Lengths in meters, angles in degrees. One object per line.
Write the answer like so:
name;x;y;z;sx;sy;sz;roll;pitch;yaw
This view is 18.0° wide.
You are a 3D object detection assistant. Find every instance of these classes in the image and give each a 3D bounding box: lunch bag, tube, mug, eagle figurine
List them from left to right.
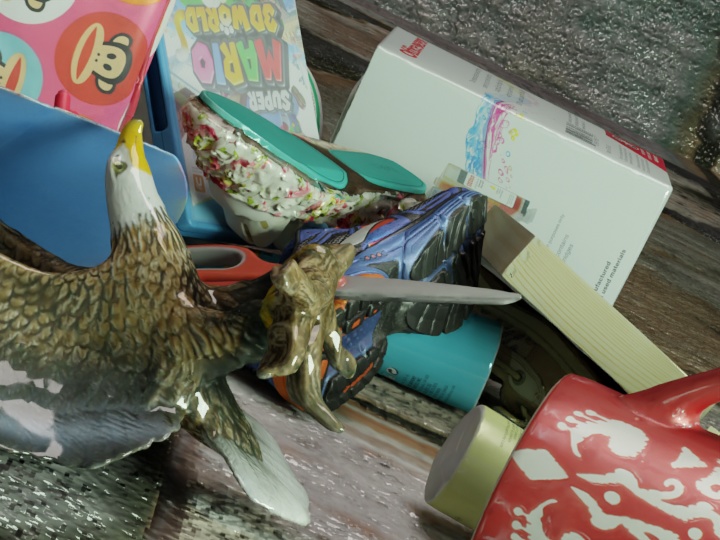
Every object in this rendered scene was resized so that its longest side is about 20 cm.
lunch bag;-0.184;-0.116;1.033;0.175;0.201;0.082;18;12;-23
eagle figurine;-0.104;0.016;0.889;0.198;0.152;0.152;-6;-37;10
tube;-0.025;0.017;1.203;0.199;0.051;0.077;21;-2;-3
tube;0.123;0.132;1.012;0.199;0.052;0.058;31;42;-8
mug;0.156;0.113;0.882;0.199;0.178;0.134;25;-19;15

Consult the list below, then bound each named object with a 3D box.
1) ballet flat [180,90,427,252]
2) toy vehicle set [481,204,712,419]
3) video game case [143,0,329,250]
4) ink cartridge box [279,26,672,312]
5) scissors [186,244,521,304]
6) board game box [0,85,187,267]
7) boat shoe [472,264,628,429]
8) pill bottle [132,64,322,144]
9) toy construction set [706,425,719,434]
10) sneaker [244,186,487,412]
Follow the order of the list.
ballet flat;-0.032;-0.038;1.177;0.076;0.064;0.199;42;14;34
toy vehicle set;0.118;0.023;1.213;0.124;0.027;0.200;42;3;-6
video game case;-0.072;-0.112;1.228;0.018;0.202;0.143;-16;-13;29
ink cartridge box;0.072;-0.042;1.409;0.199;0.145;0.145;27;12;1
scissors;-0.022;0.003;1.065;0.198;0.014;0.073;-6;27;11
board game box;-0.169;-0.057;0.956;0.199;0.039;0.158;20;-30;-34
boat shoe;0.087;0.054;1.263;0.200;0.063;0.073;42;1;43
pill bottle;-0.107;-0.089;1.301;0.113;0.114;0.200;30;11;18
toy construction set;0.222;0.131;1.109;0.199;0.093;0.131;24;27;18
sneaker;0.000;0.000;1.140;0.078;0.076;0.200;22;29;27
